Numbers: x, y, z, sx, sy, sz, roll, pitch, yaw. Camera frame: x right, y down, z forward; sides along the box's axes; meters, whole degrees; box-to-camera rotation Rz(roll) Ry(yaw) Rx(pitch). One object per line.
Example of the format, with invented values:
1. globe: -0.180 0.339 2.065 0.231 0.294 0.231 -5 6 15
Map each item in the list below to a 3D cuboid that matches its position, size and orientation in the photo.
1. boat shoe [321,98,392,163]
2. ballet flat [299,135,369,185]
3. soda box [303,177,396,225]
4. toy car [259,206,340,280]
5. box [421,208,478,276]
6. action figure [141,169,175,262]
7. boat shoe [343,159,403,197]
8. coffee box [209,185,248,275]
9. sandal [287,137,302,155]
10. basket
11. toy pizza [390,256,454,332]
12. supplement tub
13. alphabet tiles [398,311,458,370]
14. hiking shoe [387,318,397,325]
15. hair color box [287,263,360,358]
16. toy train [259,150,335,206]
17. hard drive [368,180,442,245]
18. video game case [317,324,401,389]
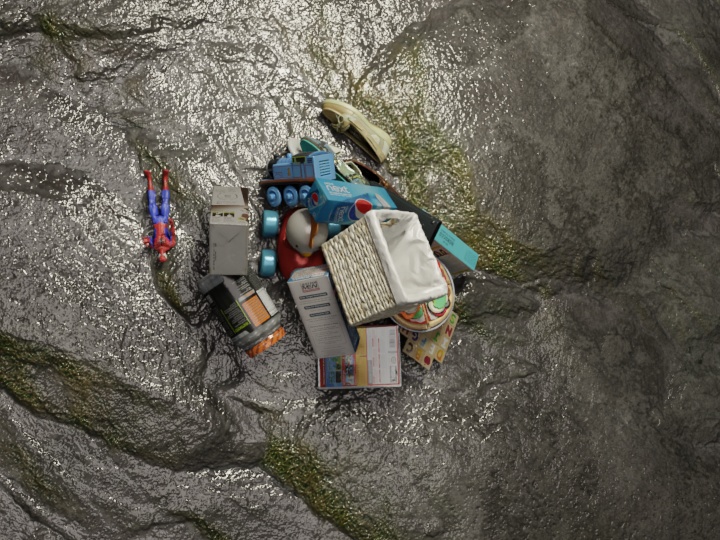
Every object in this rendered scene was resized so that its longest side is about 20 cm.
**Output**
1. boat shoe: -0.014 -0.340 1.328 0.199 0.073 0.064 32 73 -18
2. ballet flat: -0.054 -0.242 1.258 0.074 0.074 0.200 -41 87 -15
3. soda box: -0.019 -0.142 1.169 0.198 0.064 0.068 0 48 -42
4. toy car: -0.123 -0.064 1.206 0.181 0.200 0.181 4 84 -15
5. box: 0.190 -0.064 1.332 0.199 0.082 0.050 36 62 -23
6. action figure: -0.437 -0.120 1.179 0.064 0.099 0.204 -5 89 -14
7. boat shoe: 0.032 -0.200 1.328 0.198 0.070 0.071 29 72 -13
8. coffee box: -0.276 -0.089 1.152 0.078 0.201 0.115 1 120 -13
9. sandal: -0.116 -0.224 1.296 0.050 0.082 0.204 -38 89 28
10. basket: 0.052 -0.002 1.153 0.197 0.160 0.203 -6 70 -56
11. toy pizza: 0.138 0.044 1.288 0.196 0.032 0.204 5 73 -17
12. supplement tub: -0.256 0.080 1.197 0.121 0.122 0.202 -32 94 -16
13. alphabet tiles: 0.170 0.130 1.330 0.166 0.006 0.202 39 64 -31
14. hiking shoe: 0.079 0.053 1.317 0.200 0.076 0.101 46 79 -7
15. hair color box: -0.077 0.091 1.200 0.098 0.061 0.203 -10 116 18
16. toy train: -0.141 -0.205 1.221 0.086 0.197 0.117 -20 110 -49
17. hard drive: 0.074 -0.099 1.264 0.199 0.033 0.141 34 111 21
18. video game case: -0.003 0.203 1.285 0.196 0.017 0.146 -2 86 0
